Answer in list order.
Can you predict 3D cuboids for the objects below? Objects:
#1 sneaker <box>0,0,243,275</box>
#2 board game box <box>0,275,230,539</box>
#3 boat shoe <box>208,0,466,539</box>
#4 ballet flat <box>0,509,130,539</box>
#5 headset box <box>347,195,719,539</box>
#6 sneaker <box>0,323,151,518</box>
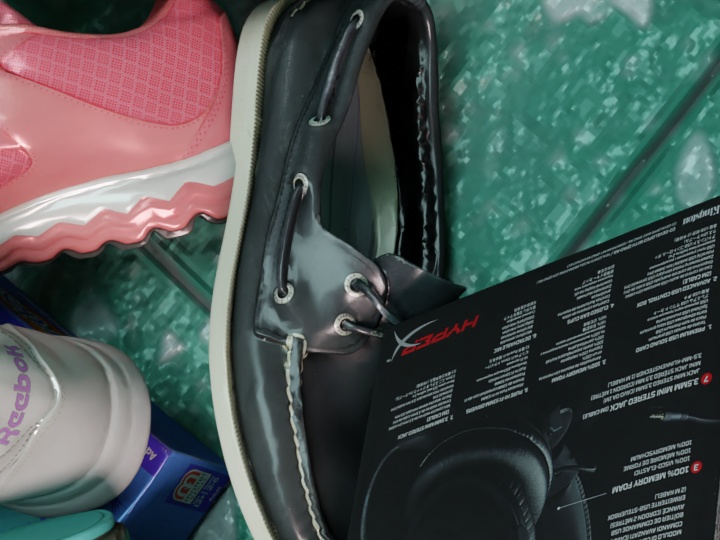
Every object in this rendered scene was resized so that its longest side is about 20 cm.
[{"bbox_3d":[-0.127,-0.041,0.909,0.200,0.074,0.087,-15,99,-14],"label":"sneaker"},{"bbox_3d":[-0.156,0.104,0.953,0.152,0.045,0.200,36,96,30],"label":"board game box"},{"bbox_3d":[0.002,0.000,0.878,0.066,0.074,0.200,-16,60,37],"label":"boat shoe"},{"bbox_3d":[-0.151,0.120,0.890,0.200,0.067,0.071,-9,95,27],"label":"ballet flat"},{"bbox_3d":[0.065,0.096,0.760,0.149,0.077,0.200,-24,47,43],"label":"headset box"},{"bbox_3d":[-0.169,0.042,0.892,0.200,0.100,0.075,-8,75,27],"label":"sneaker"}]
